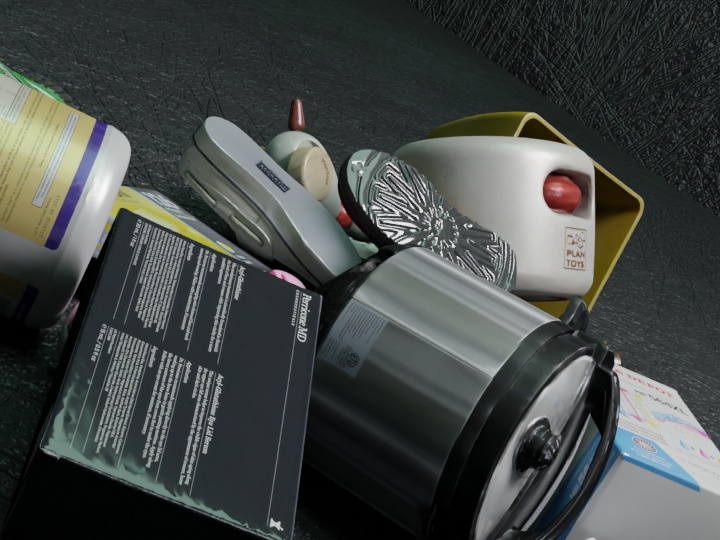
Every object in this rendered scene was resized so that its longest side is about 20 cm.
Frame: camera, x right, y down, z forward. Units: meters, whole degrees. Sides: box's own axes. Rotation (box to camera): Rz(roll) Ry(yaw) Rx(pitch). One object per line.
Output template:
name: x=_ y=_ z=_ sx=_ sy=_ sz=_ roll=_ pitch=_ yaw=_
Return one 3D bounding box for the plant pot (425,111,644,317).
plant pot: x=0.135 y=-0.046 z=1.347 sx=0.199 sy=0.202 sz=0.176 roll=30 pitch=-3 yaw=-36

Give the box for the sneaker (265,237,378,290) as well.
sneaker: x=-0.027 y=-0.007 z=1.226 sx=0.199 sy=0.076 sz=0.115 roll=34 pitch=7 yaw=-14

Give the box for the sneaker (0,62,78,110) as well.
sneaker: x=-0.337 y=-0.158 z=1.118 sx=0.198 sy=0.079 sz=0.085 roll=25 pitch=18 yaw=-15

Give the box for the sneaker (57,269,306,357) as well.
sneaker: x=-0.102 y=0.050 z=0.873 sx=0.198 sy=0.080 sz=0.096 roll=-5 pitch=37 yaw=-34

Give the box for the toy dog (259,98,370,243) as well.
toy dog: x=-0.036 y=-0.096 z=1.246 sx=0.130 sy=0.098 sz=0.200 roll=10 pitch=-9 yaw=15

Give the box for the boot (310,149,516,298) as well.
boot: x=0.001 y=0.001 z=1.018 sx=0.164 sy=0.199 sz=0.066 roll=36 pitch=55 yaw=-19

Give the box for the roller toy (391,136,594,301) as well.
roller toy: x=0.112 y=-0.034 z=1.120 sx=0.180 sy=0.142 sz=0.200 roll=2 pitch=-4 yaw=-3

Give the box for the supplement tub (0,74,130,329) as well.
supplement tub: x=-0.266 y=-0.063 z=0.849 sx=0.198 sy=0.147 sz=0.146 roll=25 pitch=18 yaw=-15

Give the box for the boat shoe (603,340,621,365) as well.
boat shoe: x=0.208 y=0.093 z=1.185 sx=0.200 sy=0.070 sz=0.071 roll=41 pitch=34 yaw=-31

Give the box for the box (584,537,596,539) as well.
box: x=0.128 y=0.235 z=0.787 sx=0.116 sy=0.061 sz=0.199 roll=39 pitch=19 yaw=27

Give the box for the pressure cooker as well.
pressure cooker: x=0.067 y=0.098 z=0.863 sx=0.199 sy=0.178 sz=0.178 roll=28 pitch=32 yaw=26

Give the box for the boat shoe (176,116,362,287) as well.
boat shoe: x=-0.081 y=-0.042 z=1.123 sx=0.200 sy=0.066 sz=0.072 roll=44 pitch=28 yaw=2

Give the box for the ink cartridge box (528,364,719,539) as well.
ink cartridge box: x=0.186 y=0.156 z=0.991 sx=0.127 sy=0.126 sz=0.200 roll=23 pitch=19 yaw=-18

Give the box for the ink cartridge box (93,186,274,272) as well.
ink cartridge box: x=-0.173 y=-0.031 z=1.035 sx=0.199 sy=0.047 sz=0.197 roll=35 pitch=9 yaw=11

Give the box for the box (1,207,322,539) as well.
box: x=-0.105 y=0.076 z=0.742 sx=0.140 sy=0.079 sz=0.201 roll=22 pitch=37 yaw=-13
